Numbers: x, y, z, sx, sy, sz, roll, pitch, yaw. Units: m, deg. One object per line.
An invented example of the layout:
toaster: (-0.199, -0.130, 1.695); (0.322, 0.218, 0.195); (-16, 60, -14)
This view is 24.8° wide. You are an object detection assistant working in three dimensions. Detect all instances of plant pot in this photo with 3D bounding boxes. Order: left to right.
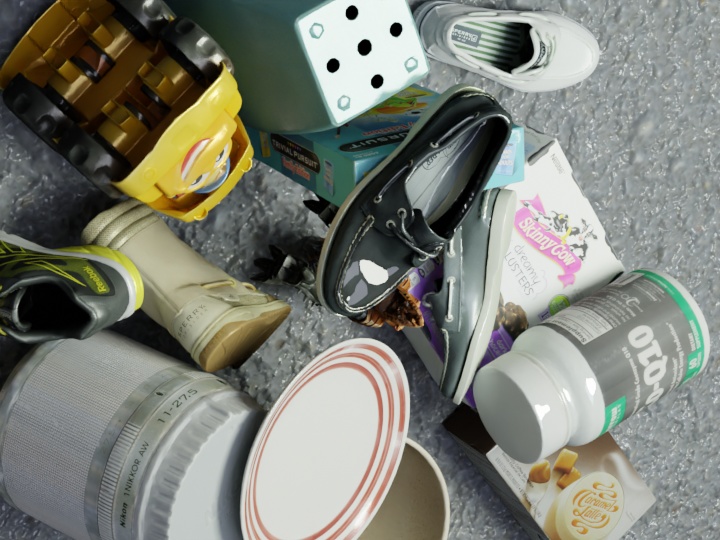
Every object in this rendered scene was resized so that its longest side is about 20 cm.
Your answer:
plant pot: (-0.043, -0.191, 1.252); (0.141, 0.200, 0.142); (-31, 119, -17)

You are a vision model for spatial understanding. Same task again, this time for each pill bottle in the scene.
pill bottle: (0.205, 0.086, 1.457); (0.199, 0.113, 0.114); (-27, 119, -27)

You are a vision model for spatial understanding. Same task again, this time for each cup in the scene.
cup: (-0.042, 0.207, 1.427); (0.199, 0.143, 0.202); (-10, 111, -26)

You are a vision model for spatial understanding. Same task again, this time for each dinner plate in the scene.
dinner plate: (-0.031, 0.145, 1.285); (0.200, 0.024, 0.201); (-27, 127, -42)

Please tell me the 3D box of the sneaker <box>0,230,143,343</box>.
sneaker: (-0.266, 0.013, 1.220); (0.199, 0.085, 0.075); (0, 107, 12)

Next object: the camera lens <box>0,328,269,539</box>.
camera lens: (-0.178, 0.142, 1.278); (0.160, 0.199, 0.161); (-36, 136, -44)

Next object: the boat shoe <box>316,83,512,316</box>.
boat shoe: (0.045, -0.045, 1.193); (0.200, 0.066, 0.074); (-50, 124, -6)

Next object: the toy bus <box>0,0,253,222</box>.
toy bus: (-0.149, -0.103, 1.230); (0.136, 0.200, 0.192); (-46, 137, -6)

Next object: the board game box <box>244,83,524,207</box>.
board game box: (0.015, -0.104, 1.316); (0.150, 0.200, 0.047); (-14, 113, -25)

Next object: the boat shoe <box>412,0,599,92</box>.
boat shoe: (0.138, -0.191, 1.435); (0.199, 0.067, 0.074); (1, 107, -30)

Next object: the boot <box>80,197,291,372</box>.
boot: (-0.142, 0.009, 1.331); (0.155, 0.200, 0.073); (41, 99, 7)

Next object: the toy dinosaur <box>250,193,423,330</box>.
toy dinosaur: (0.000, 0.000, 1.341); (0.136, 0.199, 0.103); (38, 67, -32)

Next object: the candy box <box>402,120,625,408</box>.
candy box: (0.122, -0.006, 1.488); (0.200, 0.071, 0.168); (-41, 122, -11)

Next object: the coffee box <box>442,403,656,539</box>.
coffee box: (0.186, 0.187, 1.588); (0.114, 0.080, 0.200); (-43, 122, -10)

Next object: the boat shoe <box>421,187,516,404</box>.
boat shoe: (0.087, 0.018, 1.412); (0.061, 0.073, 0.201); (15, 113, 12)
